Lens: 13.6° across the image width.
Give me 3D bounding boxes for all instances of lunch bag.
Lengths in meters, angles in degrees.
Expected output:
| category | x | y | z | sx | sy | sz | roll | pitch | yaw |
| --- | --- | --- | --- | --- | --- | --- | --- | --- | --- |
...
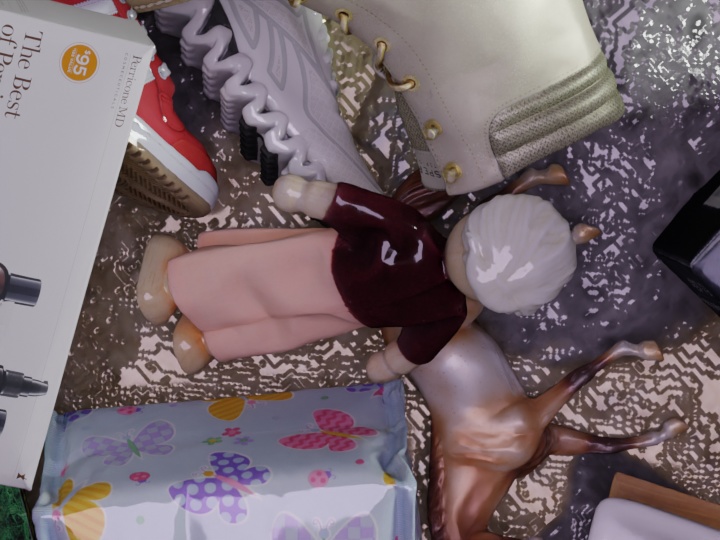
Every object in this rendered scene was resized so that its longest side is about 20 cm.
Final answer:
| category | x | y | z | sx | sy | sz | roll | pitch | yaw |
| --- | --- | --- | --- | --- | --- | --- | --- | --- | --- |
| lunch bag | -0.053 | 0.160 | 1.336 | 0.169 | 0.127 | 0.201 | -6 | 113 | 0 |

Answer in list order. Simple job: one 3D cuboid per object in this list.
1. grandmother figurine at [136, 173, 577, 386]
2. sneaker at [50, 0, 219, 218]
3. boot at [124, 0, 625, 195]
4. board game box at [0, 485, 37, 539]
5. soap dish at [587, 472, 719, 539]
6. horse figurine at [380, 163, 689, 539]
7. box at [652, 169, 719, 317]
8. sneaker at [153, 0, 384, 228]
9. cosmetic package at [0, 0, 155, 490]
| category | x | y | z | sx | sy | sz | roll | pitch | yaw |
| --- | --- | --- | --- | --- | --- | --- | --- | --- | --- |
| grandmother figurine | 0.000 | 0.000 | 1.312 | 0.199 | 0.121 | 0.061 | -7 | 53 | 29 |
| sneaker | -0.118 | -0.116 | 1.318 | 0.200 | 0.071 | 0.113 | 41 | 65 | -30 |
| boot | 0.005 | -0.102 | 1.288 | 0.199 | 0.072 | 0.155 | -16 | 114 | 2 |
| board game box | -0.204 | 0.090 | 1.330 | 0.104 | 0.023 | 0.201 | -14 | 114 | -3 |
| soap dish | 0.160 | 0.203 | 1.322 | 0.081 | 0.157 | 0.201 | 5 | 97 | -40 |
| horse figurine | 0.061 | 0.034 | 1.369 | 0.132 | 0.050 | 0.200 | -26 | 92 | -3 |
| box | 0.239 | 0.021 | 1.291 | 0.200 | 0.197 | 0.117 | 43 | 93 | -1 |
| sneaker | -0.041 | -0.106 | 1.356 | 0.081 | 0.075 | 0.200 | -34 | 88 | -10 |
| cosmetic package | -0.153 | -0.013 | 1.256 | 0.082 | 0.051 | 0.201 | 11 | 105 | -21 |
